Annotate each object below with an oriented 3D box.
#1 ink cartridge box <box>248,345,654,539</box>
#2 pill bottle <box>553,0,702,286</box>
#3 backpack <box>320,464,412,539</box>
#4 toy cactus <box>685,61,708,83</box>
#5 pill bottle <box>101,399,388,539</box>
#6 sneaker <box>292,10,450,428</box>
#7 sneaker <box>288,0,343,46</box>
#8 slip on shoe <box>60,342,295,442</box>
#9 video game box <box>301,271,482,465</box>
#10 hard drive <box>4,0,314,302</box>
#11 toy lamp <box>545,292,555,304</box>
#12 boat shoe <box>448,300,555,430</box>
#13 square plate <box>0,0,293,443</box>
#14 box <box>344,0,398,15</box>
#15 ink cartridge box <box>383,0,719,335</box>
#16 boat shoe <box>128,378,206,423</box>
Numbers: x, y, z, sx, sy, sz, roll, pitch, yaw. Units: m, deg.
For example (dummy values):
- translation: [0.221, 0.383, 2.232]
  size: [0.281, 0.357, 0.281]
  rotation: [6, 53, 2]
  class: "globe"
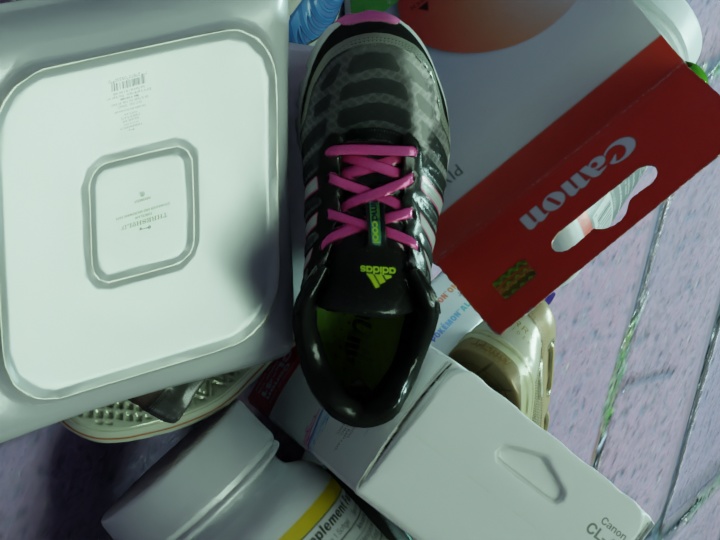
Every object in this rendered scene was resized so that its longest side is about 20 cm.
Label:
- translation: [0.042, 0.095, 1.399]
  size: [0.086, 0.147, 0.200]
  rotation: [-53, -160, -1]
  class: "ink cartridge box"
- translation: [0.131, -0.093, 1.699]
  size: [0.200, 0.115, 0.116]
  rotation: [-55, 155, -31]
  class: "pill bottle"
- translation: [-0.037, 0.212, 1.515]
  size: [0.176, 0.153, 0.201]
  rotation: [-50, 124, -35]
  class: "backpack"
- translation: [0.089, -0.057, 1.454]
  size: [0.200, 0.102, 0.165]
  rotation: [-35, 164, -16]
  class: "toy cactus"
- translation: [-0.032, 0.170, 1.373]
  size: [0.114, 0.200, 0.114]
  rotation: [-41, -176, 4]
  class: "pill bottle"
- translation: [0.006, -0.016, 1.230]
  size: [0.088, 0.073, 0.201]
  rotation: [-103, -164, -69]
  class: "sneaker"
- translation: [-0.045, -0.134, 1.320]
  size: [0.201, 0.078, 0.089]
  rotation: [-59, 165, -2]
  class: "sneaker"
- translation: [-0.089, 0.043, 1.379]
  size: [0.200, 0.074, 0.061]
  rotation: [-31, 168, -50]
  class: "slip on shoe"
- translation: [0.018, 0.094, 1.642]
  size: [0.182, 0.047, 0.200]
  rotation: [-46, 165, -47]
  class: "video game box"
- translation: [-0.088, -0.045, 1.229]
  size: [0.199, 0.027, 0.133]
  rotation: [5, 102, -41]
  class: "hard drive"
- translation: [0.076, 0.100, 1.831]
  size: [0.201, 0.058, 0.058]
  rotation: [-68, 158, 1]
  class: "toy lamp"
- translation: [0.084, 0.088, 1.607]
  size: [0.065, 0.071, 0.200]
  rotation: [-48, 165, -29]
  class: "boat shoe"
- translation: [-0.104, -0.028, 1.183]
  size: [0.199, 0.028, 0.199]
  rotation: [-16, 117, -36]
  class: "square plate"
- translation: [0.073, -0.183, 1.503]
  size: [0.177, 0.096, 0.201]
  rotation: [-51, 153, -35]
  class: "box"
- translation: [0.072, -0.080, 1.311]
  size: [0.162, 0.200, 0.050]
  rotation: [-39, 129, 0]
  class: "ink cartridge box"
- translation: [-0.070, -0.001, 1.338]
  size: [0.073, 0.065, 0.200]
  rotation: [-27, -160, 49]
  class: "boat shoe"
